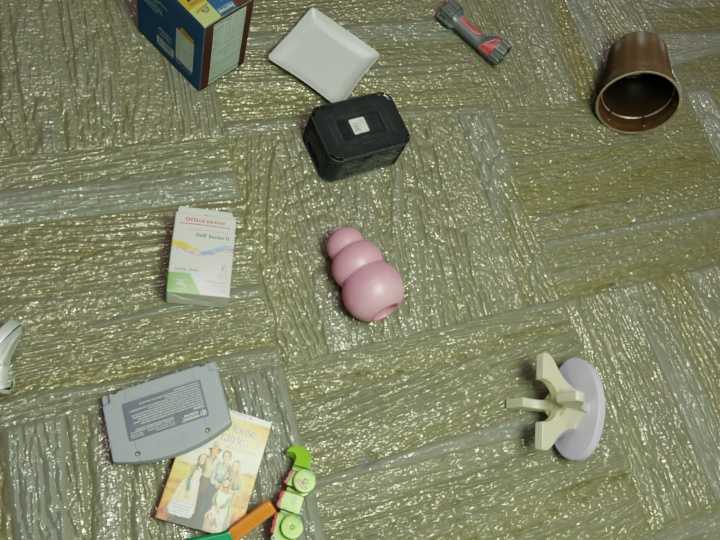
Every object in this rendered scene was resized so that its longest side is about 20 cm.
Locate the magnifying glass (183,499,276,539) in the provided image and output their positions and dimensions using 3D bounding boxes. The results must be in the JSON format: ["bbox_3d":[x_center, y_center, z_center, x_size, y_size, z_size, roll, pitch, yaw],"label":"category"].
[{"bbox_3d":[-0.227,0.443,1.045,0.199,0.022,0.080,-34,93,-10],"label":"magnifying glass"}]

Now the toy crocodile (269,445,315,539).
[{"bbox_3d":[-0.121,0.402,1.097,0.061,0.068,0.202,17,63,-4],"label":"toy crocodile"}]

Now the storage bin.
[{"bbox_3d":[-0.010,-0.290,1.394,0.198,0.094,0.136,-19,76,-24],"label":"storage bin"}]

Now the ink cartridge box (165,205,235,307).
[{"bbox_3d":[-0.299,-0.039,1.215,0.116,0.067,0.202,6,68,-15],"label":"ink cartridge box"}]

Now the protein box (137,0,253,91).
[{"bbox_3d":[-0.344,-0.528,1.322,0.199,0.200,0.135,45,63,4],"label":"protein box"}]

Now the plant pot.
[{"bbox_3d":[0.717,-0.495,1.659,0.199,0.201,0.200,21,57,-8],"label":"plant pot"}]

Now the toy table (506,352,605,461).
[{"bbox_3d":[0.392,0.263,1.267,0.116,0.184,0.202,19,55,-28],"label":"toy table"}]

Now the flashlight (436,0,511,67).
[{"bbox_3d":[0.291,-0.607,1.632,0.200,0.068,0.068,44,37,4],"label":"flashlight"}]

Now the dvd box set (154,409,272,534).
[{"bbox_3d":[-0.248,0.340,1.101,0.145,0.029,0.202,20,65,-9],"label":"dvd box set"}]

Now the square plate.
[{"bbox_3d":[-0.083,-0.491,1.487,0.197,0.028,0.201,34,63,-3],"label":"square plate"}]

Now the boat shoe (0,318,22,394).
[{"bbox_3d":[-0.593,0.179,1.035,0.065,0.072,0.201,27,64,-11],"label":"boat shoe"}]

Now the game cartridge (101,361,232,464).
[{"bbox_3d":[-0.325,0.247,1.087,0.198,0.041,0.134,-16,64,-11],"label":"game cartridge"}]

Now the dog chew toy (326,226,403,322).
[{"bbox_3d":[0.000,0.000,1.271,0.124,0.125,0.201,-22,69,-24],"label":"dog chew toy"}]
